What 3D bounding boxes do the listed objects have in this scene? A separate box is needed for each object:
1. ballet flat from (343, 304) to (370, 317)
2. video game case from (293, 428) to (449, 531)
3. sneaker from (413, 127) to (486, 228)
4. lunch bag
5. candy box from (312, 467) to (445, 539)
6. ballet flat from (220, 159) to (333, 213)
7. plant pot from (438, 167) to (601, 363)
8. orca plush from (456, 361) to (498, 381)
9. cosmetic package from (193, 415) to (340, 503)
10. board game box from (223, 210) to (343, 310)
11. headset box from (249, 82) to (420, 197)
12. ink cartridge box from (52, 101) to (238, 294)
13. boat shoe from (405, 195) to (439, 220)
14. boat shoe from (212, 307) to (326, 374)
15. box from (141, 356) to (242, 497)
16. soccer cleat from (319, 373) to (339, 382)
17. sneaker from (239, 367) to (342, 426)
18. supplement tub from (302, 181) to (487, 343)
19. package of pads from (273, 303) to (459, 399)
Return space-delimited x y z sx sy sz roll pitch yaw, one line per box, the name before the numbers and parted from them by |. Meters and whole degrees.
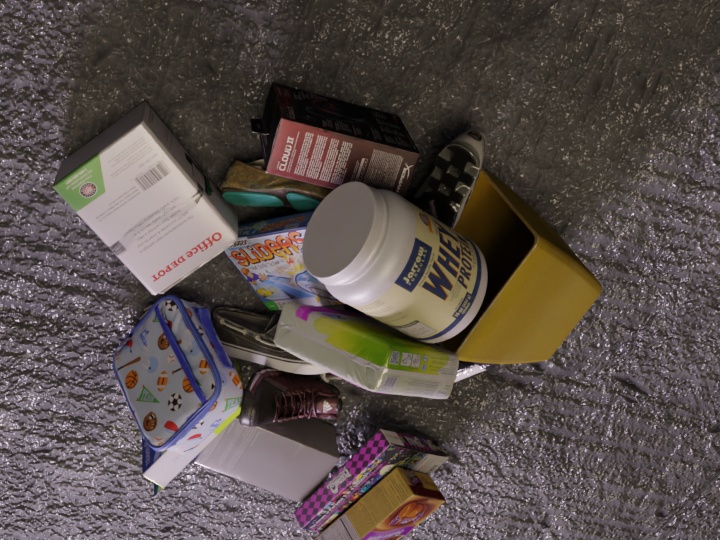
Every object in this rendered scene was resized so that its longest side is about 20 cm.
ballet flat | 0.000 0.000 1.380 0.056 0.067 0.201 -2 139 4
video game case | 0.019 0.330 1.555 0.200 0.036 0.181 -46 146 16
sneaker | 0.120 -0.111 1.365 0.074 0.089 0.200 36 134 2
lunch bag | -0.251 0.135 1.373 0.160 0.200 0.075 -45 147 17
candy box | 0.024 0.391 1.551 0.200 0.057 0.117 -42 148 13
ballet flat | -0.087 -0.109 1.299 0.199 0.071 0.071 10 120 21
plant pot | 0.206 0.013 1.384 0.176 0.200 0.200 22 113 -32
orca plush | 0.131 0.124 1.453 0.105 0.200 0.071 -21 83 -12
cosmetic package | -0.141 0.262 1.513 0.199 0.090 0.107 26 112 -23
board game box | -0.085 -0.010 1.337 0.199 0.035 0.136 -8 129 44
headset box | -0.040 -0.163 1.266 0.199 0.149 0.075 12 114 -16
ink cartridge box | -0.272 -0.090 1.305 0.146 0.084 0.200 -32 118 9
boat shoe | 0.064 -0.012 1.359 0.092 0.075 0.201 2 124 17
boat shoe | -0.116 0.096 1.413 0.199 0.071 0.064 10 115 7
box | -0.250 0.217 1.450 0.048 0.122 0.200 38 107 -28
soccer cleat | 0.030 0.117 1.466 0.199 0.078 0.070 -17 119 0
sneaker | -0.086 0.179 1.404 0.115 0.200 0.076 13 101 14
supplement tub | 0.042 -0.009 1.218 0.199 0.145 0.145 29 111 -37
package of pads | 0.010 0.104 1.292 0.154 0.199 0.069 13 96 -47
